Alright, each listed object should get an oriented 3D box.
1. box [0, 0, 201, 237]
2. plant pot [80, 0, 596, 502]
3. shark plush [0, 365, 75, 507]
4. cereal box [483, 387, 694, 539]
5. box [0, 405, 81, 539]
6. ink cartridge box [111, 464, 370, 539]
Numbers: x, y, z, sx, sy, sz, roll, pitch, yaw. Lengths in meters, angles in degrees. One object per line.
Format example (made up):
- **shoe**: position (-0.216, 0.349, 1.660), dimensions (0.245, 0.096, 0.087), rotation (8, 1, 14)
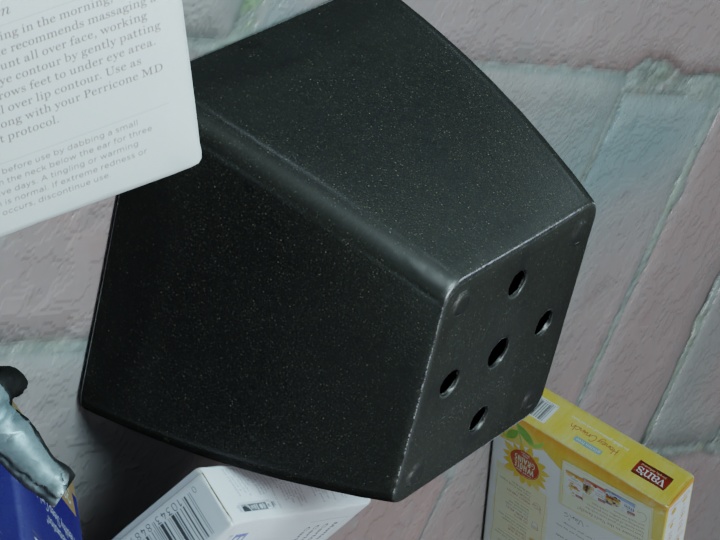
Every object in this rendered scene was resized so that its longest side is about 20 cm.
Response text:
- **box**: position (-0.142, -0.136, 0.973), dimensions (0.106, 0.152, 0.200), rotation (-21, 132, -18)
- **plant pot**: position (0.000, 0.000, 1.419), dimensions (0.200, 0.177, 0.200), rotation (-28, 140, -47)
- **shark plush**: position (-0.201, 0.029, 1.090), dimensions (0.083, 0.200, 0.091), rotation (-57, -161, -17)
- **cereal box**: position (0.154, 0.182, 1.949), dimensions (0.040, 0.144, 0.200), rotation (-43, 151, -34)
- **box**: position (-0.152, 0.167, 1.315), dimensions (0.032, 0.200, 0.121), rotation (-13, 152, 5)
- **ink cartridge box**: position (-0.092, 0.169, 1.505), dimensions (0.200, 0.041, 0.200), rotation (-41, 162, 23)
